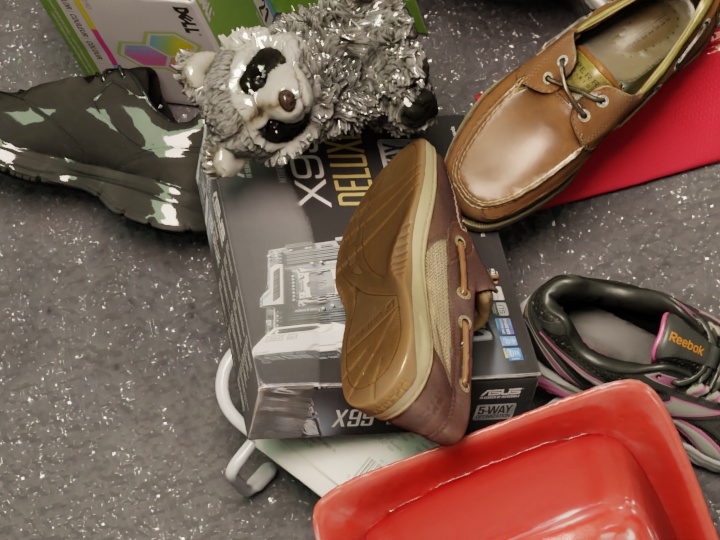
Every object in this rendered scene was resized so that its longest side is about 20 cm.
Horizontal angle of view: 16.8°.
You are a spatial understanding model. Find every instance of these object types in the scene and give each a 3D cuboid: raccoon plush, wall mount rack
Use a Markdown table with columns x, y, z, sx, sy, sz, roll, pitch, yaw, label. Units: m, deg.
| x | y | z | sx | sy | sz | roll | pitch | yaw | label |
| --- | --- | --- | --- | --- | --- | --- | --- | --- | --- |
| -0.035 | -0.095 | 1.366 | 0.134 | 0.200 | 0.097 | -21 | 82 | -5 | raccoon plush |
| 0.024 | 0.087 | 1.372 | 0.200 | 0.075 | 0.174 | 37 | 82 | 22 | wall mount rack |

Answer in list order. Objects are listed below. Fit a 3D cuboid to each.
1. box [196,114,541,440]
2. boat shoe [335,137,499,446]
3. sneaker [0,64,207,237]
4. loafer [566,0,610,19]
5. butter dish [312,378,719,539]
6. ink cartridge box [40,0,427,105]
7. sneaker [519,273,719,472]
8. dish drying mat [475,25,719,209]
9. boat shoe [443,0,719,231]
| x | y | z | sx | sy | sz | roll | pitch | yaw | label |
| --- | --- | --- | --- | --- | --- | --- | --- | --- | --- |
| 0.000 | 0.000 | 1.367 | 0.157 | 0.050 | 0.200 | -1 | 49 | -14 | box |
| 0.035 | 0.013 | 1.295 | 0.072 | 0.072 | 0.200 | -43 | 28 | 30 | boat shoe |
| -0.164 | -0.087 | 1.471 | 0.199 | 0.076 | 0.091 | 19 | 94 | 10 | sneaker |
| 0.136 | -0.219 | 1.473 | 0.070 | 0.075 | 0.200 | -26 | 66 | 3 | loafer |
| 0.097 | 0.187 | 1.233 | 0.199 | 0.148 | 0.200 | -21 | 106 | 3 | butter dish |
| -0.075 | -0.157 | 1.450 | 0.199 | 0.148 | 0.076 | 9 | 70 | 15 | ink cartridge box |
| 0.177 | 0.055 | 1.331 | 0.199 | 0.086 | 0.081 | 14 | 73 | 4 | sneaker |
| 0.172 | -0.093 | 1.428 | 0.199 | 0.018 | 0.077 | -15 | 95 | 4 | dish drying mat |
| 0.121 | -0.105 | 1.366 | 0.072 | 0.068 | 0.200 | 44 | 76 | 6 | boat shoe |
